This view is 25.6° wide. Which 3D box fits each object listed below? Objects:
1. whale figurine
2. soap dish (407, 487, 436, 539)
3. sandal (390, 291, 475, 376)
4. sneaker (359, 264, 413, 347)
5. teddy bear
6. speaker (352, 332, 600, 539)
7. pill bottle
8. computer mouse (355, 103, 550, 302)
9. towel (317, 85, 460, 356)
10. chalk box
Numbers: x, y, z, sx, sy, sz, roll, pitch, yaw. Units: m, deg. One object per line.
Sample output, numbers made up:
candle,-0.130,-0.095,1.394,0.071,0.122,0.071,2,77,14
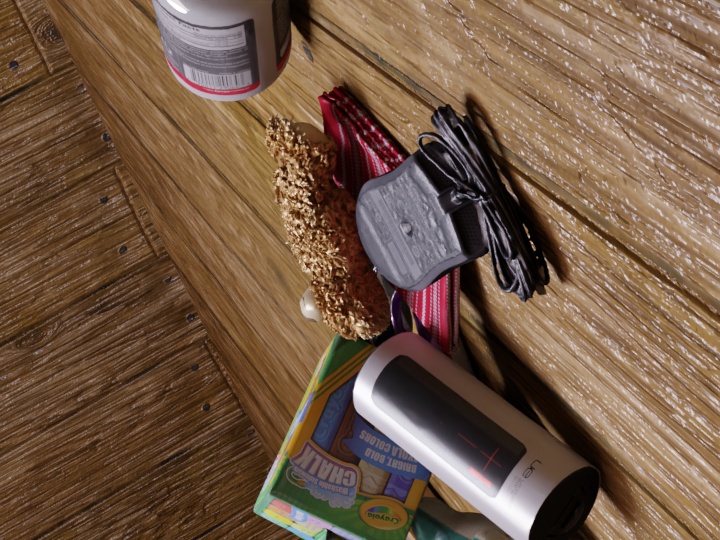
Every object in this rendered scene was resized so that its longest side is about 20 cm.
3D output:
whale figurine,0.117,0.270,1.359,0.199,0.104,0.159,26,165,29
soap dish,0.079,0.343,1.933,0.157,0.081,0.201,48,164,49
sandal,0.051,0.051,1.376,0.082,0.050,0.204,46,161,53
sneaker,0.000,0.000,1.438,0.079,0.073,0.202,-77,-27,-64
teddy bear,-0.038,-0.034,1.306,0.145,0.066,0.201,38,147,57
speaker,0.088,0.131,1.218,0.200,0.081,0.082,37,157,35
pill bottle,-0.111,-0.224,1.247,0.111,0.110,0.200,57,169,17
computer mouse,0.062,-0.038,1.097,0.139,0.052,0.200,64,155,-4
towel,0.022,-0.042,1.272,0.200,0.022,0.145,51,154,42
chalk box,-0.013,0.176,1.365,0.123,0.201,0.125,26,160,-3
